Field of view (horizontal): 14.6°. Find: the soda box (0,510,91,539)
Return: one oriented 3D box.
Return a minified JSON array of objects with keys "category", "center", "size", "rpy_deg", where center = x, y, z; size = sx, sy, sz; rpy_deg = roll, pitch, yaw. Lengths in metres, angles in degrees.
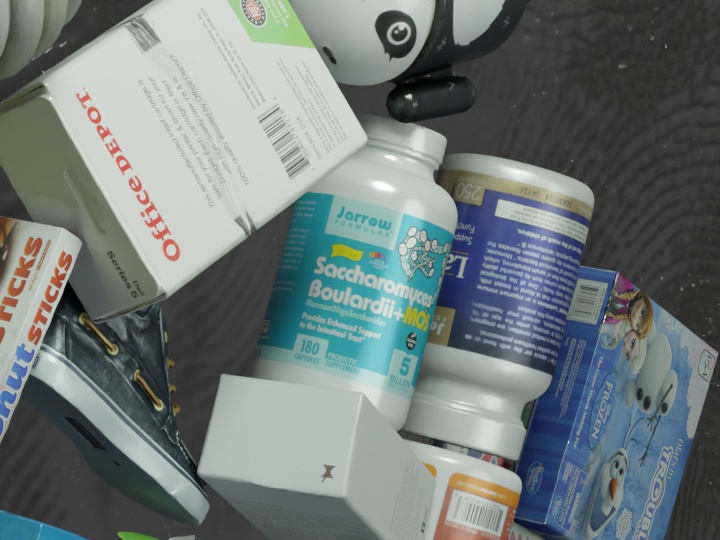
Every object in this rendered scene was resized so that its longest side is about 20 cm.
[{"category":"soda box","center":[-0.224,0.246,1.679],"size":[0.064,0.067,0.201],"rpy_deg":[27,77,-52]}]

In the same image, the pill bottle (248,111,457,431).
[{"category":"pill bottle","center":[0.000,0.000,1.877],"size":[0.111,0.110,0.202],"rpy_deg":[21,81,-52]}]

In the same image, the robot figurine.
[{"category":"robot figurine","center":[0.034,-0.191,1.862],"size":[0.199,0.150,0.125],"rpy_deg":[-18,148,-49]}]

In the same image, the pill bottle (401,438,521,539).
[{"category":"pill bottle","center":[0.036,0.226,1.978],"size":[0.112,0.112,0.201],"rpy_deg":[25,79,-52]}]

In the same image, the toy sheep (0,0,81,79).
[{"category":"toy sheep","center":[-0.219,-0.163,1.539],"size":[0.199,0.137,0.139],"rpy_deg":[-20,114,-37]}]

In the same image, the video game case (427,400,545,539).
[{"category":"video game case","center":[0.108,0.177,2.131],"size":[0.199,0.023,0.184],"rpy_deg":[10,90,-53]}]

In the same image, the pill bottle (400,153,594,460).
[{"category":"pill bottle","center":[0.090,0.026,1.996],"size":[0.115,0.115,0.202],"rpy_deg":[20,82,-52]}]

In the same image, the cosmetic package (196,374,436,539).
[{"category":"cosmetic package","center":[-0.025,0.135,1.836],"size":[0.200,0.101,0.072],"rpy_deg":[54,46,-66]}]

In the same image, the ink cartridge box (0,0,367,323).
[{"category":"ink cartridge box","center":[-0.112,-0.083,1.697],"size":[0.200,0.084,0.146],"rpy_deg":[-38,102,-40]}]

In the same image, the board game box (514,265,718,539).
[{"category":"board game box","center":[0.197,0.124,2.179],"size":[0.199,0.043,0.201],"rpy_deg":[34,70,-55]}]

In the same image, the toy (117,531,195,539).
[{"category":"toy","center":[-0.171,0.256,1.758],"size":[0.201,0.047,0.115],"rpy_deg":[-69,161,7]}]

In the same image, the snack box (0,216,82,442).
[{"category":"snack box","center":[-0.228,0.065,1.627],"size":[0.024,0.072,0.201],"rpy_deg":[38,68,-51]}]

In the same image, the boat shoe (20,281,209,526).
[{"category":"boat shoe","center":[-0.138,0.076,1.748],"size":[0.091,0.070,0.200],"rpy_deg":[-61,138,-21]}]
